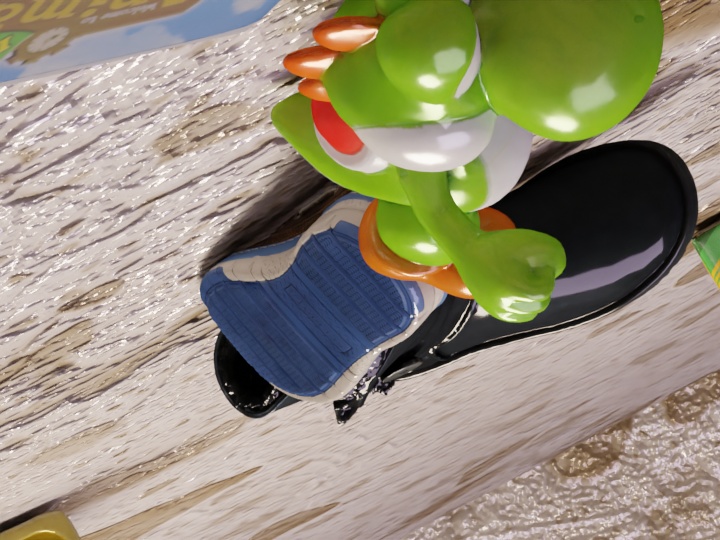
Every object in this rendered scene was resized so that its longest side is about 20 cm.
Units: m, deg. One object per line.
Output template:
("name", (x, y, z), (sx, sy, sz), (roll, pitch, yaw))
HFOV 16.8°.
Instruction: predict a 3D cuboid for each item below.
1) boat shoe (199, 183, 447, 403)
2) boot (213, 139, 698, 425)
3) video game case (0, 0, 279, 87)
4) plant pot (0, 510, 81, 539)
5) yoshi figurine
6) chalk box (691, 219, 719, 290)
("boat shoe", (0.000, 0.000, 0.969), (0.072, 0.072, 0.200), (-44, -171, -24))
("boot", (0.046, 0.007, 1.111), (0.200, 0.077, 0.168), (-26, 175, 23))
("video game case", (-0.054, -0.089, 0.538), (0.200, 0.022, 0.182), (-19, 166, -43))
("plant pot", (-0.239, 0.277, 1.403), (0.194, 0.196, 0.200), (-23, 175, -26))
("yoshi figurine", (0.046, -0.053, 0.773), (0.112, 0.112, 0.200), (-40, 169, -7))
("chalk box", (0.343, -0.016, 1.647), (0.200, 0.124, 0.124), (-30, 170, 11))
